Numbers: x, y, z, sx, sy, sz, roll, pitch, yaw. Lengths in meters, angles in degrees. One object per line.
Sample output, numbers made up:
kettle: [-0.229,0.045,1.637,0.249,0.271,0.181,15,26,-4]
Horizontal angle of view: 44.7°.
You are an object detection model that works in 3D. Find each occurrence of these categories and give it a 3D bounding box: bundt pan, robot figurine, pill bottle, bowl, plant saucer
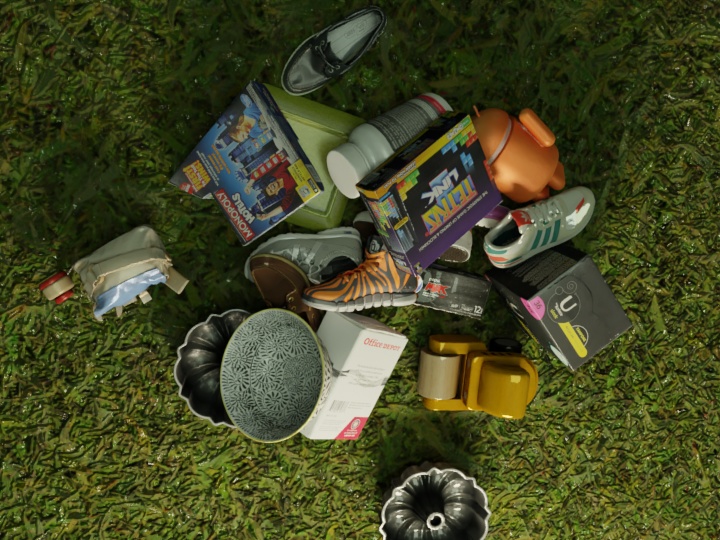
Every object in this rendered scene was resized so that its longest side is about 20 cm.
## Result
bundt pan: [0.124,0.428,1.557,0.201,0.076,0.202,-3,103,-11]
bundt pan: [-0.205,0.151,1.436,0.201,0.076,0.202,-3,103,-12]
robot figurine: [0.242,-0.189,1.429,0.200,0.144,0.117,29,77,-16]
pill bottle: [0.051,-0.191,1.364,0.200,0.111,0.111,-30,108,-25]
bowl: [-0.111,0.164,1.351,0.094,0.201,0.201,16,102,-55]
plant saucer: [-0.096,-0.172,1.401,0.200,0.048,0.200,18,98,-15]

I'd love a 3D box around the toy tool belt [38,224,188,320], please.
toy tool belt: [-0.378,0.023,1.351,0.200,0.125,0.123,-31,98,-3]

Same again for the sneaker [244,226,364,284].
sneaker: [-0.088,-0.015,1.408,0.200,0.082,0.075,-15,141,-8]

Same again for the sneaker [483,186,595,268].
sneaker: [0.286,-0.076,1.408,0.200,0.093,0.070,-31,65,11]

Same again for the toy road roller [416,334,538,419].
toy road roller: [0.206,0.187,1.491,0.200,0.146,0.123,3,102,-12]

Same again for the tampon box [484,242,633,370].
tampon box: [0.324,0.046,1.455,0.126,0.200,0.150,-37,106,-1]

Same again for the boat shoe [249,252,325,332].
boat shoe: [-0.113,0.046,1.375,0.072,0.068,0.200,-11,142,20]

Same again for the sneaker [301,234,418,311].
sneaker: [0.000,0.000,1.372,0.200,0.078,0.112,-6,106,-30]

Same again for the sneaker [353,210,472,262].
sneaker: [0.089,-0.074,1.462,0.200,0.073,0.085,15,58,-3]

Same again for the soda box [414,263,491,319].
soda box: [0.114,0.023,1.479,0.200,0.063,0.071,13,99,-14]

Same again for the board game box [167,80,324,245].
board game box: [-0.182,-0.148,1.339,0.200,0.062,0.200,-33,85,15]

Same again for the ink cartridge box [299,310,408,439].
ink cartridge box: [-0.027,0.171,1.440,0.145,0.083,0.200,18,100,-56]

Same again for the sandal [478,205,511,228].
sandal: [0.177,-0.115,1.450,0.202,0.083,0.050,9,125,-26]

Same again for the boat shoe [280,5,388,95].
boat shoe: [-0.038,-0.344,1.363,0.199,0.066,0.075,-33,104,-3]

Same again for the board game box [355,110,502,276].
board game box: [0.108,-0.117,1.324,0.200,0.057,0.165,-41,123,-18]
